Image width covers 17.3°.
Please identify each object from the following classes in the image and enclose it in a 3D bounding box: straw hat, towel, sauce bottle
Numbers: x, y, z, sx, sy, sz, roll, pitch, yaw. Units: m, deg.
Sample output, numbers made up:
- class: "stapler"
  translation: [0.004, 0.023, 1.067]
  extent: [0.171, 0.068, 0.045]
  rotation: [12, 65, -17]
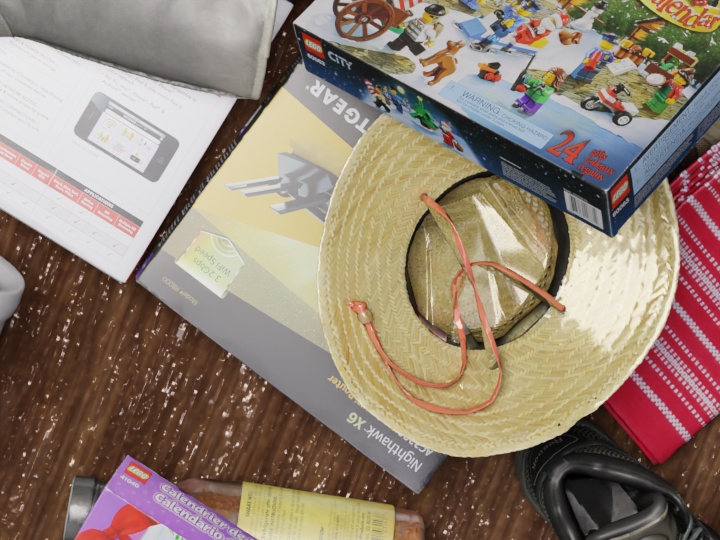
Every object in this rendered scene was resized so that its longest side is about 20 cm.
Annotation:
- class: "straw hat"
  translation: [0.062, -0.006, 1.242]
  extent: [0.199, 0.085, 0.203]
  rotation: [0, 92, -9]
- class: "towel"
  translation: [0.202, 0.005, 1.310]
  extent: [0.200, 0.023, 0.145]
  rotation: [-40, 123, 1]
- class: "sauce bottle"
  translation: [-0.065, 0.148, 1.323]
  extent: [0.198, 0.066, 0.067]
  rotation: [12, 98, -4]

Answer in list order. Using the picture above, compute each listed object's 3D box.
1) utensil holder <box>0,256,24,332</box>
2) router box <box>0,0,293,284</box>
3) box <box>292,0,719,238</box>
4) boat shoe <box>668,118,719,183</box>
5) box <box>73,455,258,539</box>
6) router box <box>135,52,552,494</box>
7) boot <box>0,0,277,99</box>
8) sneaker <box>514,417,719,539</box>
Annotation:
- class: "utensil holder"
  translation: [-0.291, 0.067, 1.250]
  extent: [0.169, 0.170, 0.201]
  rotation: [22, 100, -6]
- class: "router box"
  translation: [-0.165, -0.121, 1.285]
  extent: [0.199, 0.049, 0.180]
  rotation: [32, 95, -7]
- class: "box"
  translation: [0.085, -0.115, 1.171]
  extent: [0.199, 0.038, 0.137]
  rotation: [30, 65, 30]
- class: "boat shoe"
  translation: [0.124, -0.107, 1.291]
  extent: [0.199, 0.072, 0.072]
  rotation: [34, 110, -21]
- class: "box"
  translation: [-0.118, 0.215, 1.298]
  extent: [0.136, 0.039, 0.201]
  rotation: [33, 119, 0]
- class: "router box"
  translation: [0.000, 0.000, 1.310]
  extent: [0.200, 0.052, 0.158]
  rotation: [37, 94, -7]
- class: "boot"
  translation: [-0.135, -0.185, 1.217]
  extent: [0.198, 0.073, 0.183]
  rotation: [7, 112, 2]
- class: "sneaker"
  translation: [0.171, 0.167, 1.316]
  extent: [0.076, 0.114, 0.199]
  rotation: [-44, 100, 6]
